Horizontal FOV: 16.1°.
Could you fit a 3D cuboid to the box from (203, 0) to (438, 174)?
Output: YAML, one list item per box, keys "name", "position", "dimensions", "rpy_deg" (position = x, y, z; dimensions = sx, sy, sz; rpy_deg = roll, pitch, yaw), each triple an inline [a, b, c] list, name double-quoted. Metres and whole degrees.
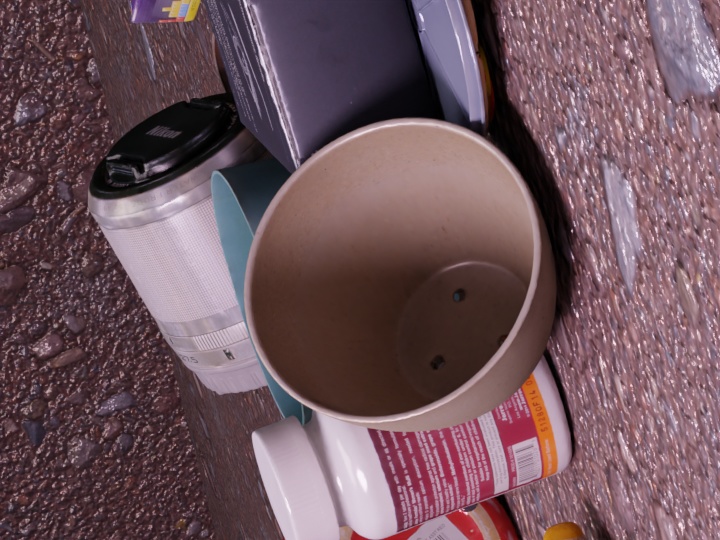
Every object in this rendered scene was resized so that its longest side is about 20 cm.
- name: "box"
  position: [-0.035, -0.161, 1.722]
  dimensions: [0.200, 0.104, 0.148]
  rpy_deg: [-133, 24, -68]

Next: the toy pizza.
- name: "toy pizza"
  position: [0.049, -0.170, 1.641]
  dimensions: [0.200, 0.032, 0.200]
  rpy_deg: [161, 90, -81]

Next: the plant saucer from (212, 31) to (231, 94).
- name: "plant saucer"
  position: [-0.034, -0.131, 1.968]
  dimensions: [0.200, 0.032, 0.200]
  rpy_deg: [35, 149, 25]

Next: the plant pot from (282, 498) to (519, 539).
- name: "plant pot"
  position: [0.028, 0.252, 2.030]
  dimensions: [0.183, 0.200, 0.201]
  rpy_deg: [109, 142, -64]

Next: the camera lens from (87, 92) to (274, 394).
- name: "camera lens"
  position: [-0.107, -0.026, 1.987]
  dimensions: [0.200, 0.160, 0.160]
  rpy_deg: [61, 175, -23]

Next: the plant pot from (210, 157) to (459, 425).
- name: "plant pot"
  position: [0.000, 0.000, 1.829]
  dimensions: [0.201, 0.161, 0.201]
  rpy_deg: [162, 90, -80]

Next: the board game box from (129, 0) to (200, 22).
- name: "board game box"
  position: [-0.147, -0.301, 1.939]
  dimensions: [0.200, 0.057, 0.166]
  rpy_deg: [122, 144, -70]

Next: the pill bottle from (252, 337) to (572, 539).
- name: "pill bottle"
  position: [0.034, 0.118, 1.734]
  dimensions: [0.110, 0.200, 0.110]
  rpy_deg: [161, 90, -80]

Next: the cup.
- name: "cup"
  position: [0.045, 0.021, 1.630]
  dimensions: [0.143, 0.200, 0.200]
  rpy_deg: [40, -157, -59]

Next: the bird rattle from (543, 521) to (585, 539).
- name: "bird rattle"
  position: [0.164, 0.260, 1.702]
  dimensions: [0.163, 0.113, 0.200]
  rpy_deg: [-102, -10, -46]
